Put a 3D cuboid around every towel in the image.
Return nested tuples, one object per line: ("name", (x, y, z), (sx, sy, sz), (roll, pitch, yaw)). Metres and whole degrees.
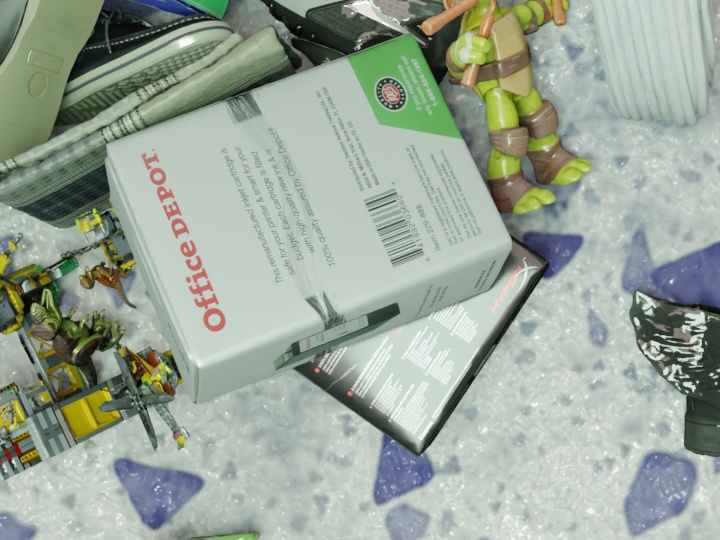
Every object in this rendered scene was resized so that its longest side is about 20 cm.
("towel", (-0.126, -0.090, 1.075), (0.199, 0.193, 0.035), (-27, 84, 1))

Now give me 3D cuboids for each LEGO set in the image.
("LEGO set", (-0.185, 0.047, 1.092), (0.199, 0.116, 0.155), (-16, 96, 38))

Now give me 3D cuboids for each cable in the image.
("cable", (0.173, -0.184, 1.039), (0.068, 0.200, 0.202), (-4, 111, 13))

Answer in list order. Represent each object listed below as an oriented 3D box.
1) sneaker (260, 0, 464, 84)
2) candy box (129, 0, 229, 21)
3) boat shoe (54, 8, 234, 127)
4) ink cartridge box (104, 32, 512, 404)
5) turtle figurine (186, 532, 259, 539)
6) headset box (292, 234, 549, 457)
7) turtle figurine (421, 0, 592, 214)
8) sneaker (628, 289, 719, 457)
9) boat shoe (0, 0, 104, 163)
("sneaker", (-0.024, -0.167, 1.130), (0.198, 0.066, 0.091), (15, 87, 6))
("candy box", (-0.135, -0.276, 1.114), (0.168, 0.077, 0.202), (19, 92, 34))
("boat shoe", (-0.157, -0.138, 1.111), (0.199, 0.074, 0.063), (-11, 84, 45))
("ink cartridge box", (-0.034, -0.030, 1.019), (0.198, 0.084, 0.147), (-20, 74, -13))
("turtle figurine", (-0.076, 0.266, 1.097), (0.143, 0.200, 0.196), (-3, 84, -26))
("headset box", (0.000, 0.000, 1.121), (0.199, 0.075, 0.149), (34, 93, 7))
("turtle figurine", (0.085, -0.120, 1.078), (0.064, 0.200, 0.163), (-9, 108, 28))
("sneaker", (0.268, 0.063, 1.090), (0.197, 0.060, 0.106), (0, 94, 11))
("boat shoe", (-0.218, -0.122, 1.055), (0.063, 0.074, 0.203), (25, 90, 29))
